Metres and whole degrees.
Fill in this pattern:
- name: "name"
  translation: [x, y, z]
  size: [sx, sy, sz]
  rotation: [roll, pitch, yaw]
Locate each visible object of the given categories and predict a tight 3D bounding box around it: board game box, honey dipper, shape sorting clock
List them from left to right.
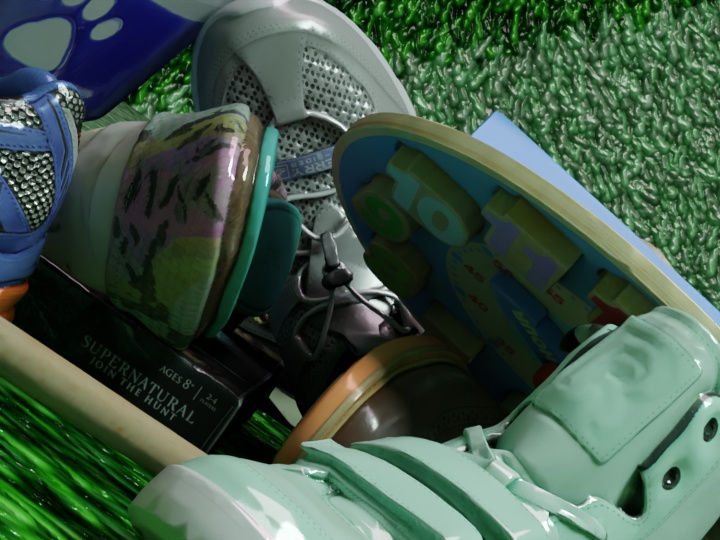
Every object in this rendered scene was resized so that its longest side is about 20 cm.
- name: "honey dipper"
  translation: [-0.083, 0.018, 0.614]
  size: [0.200, 0.038, 0.038]
  rotation: [36, 1, -39]
- name: "board game box"
  translation: [-0.090, 0.007, 0.839]
  size: [0.135, 0.028, 0.200]
  rotation: [35, 2, 1]
- name: "shape sorting clock"
  translation: [0.066, 0.030, 0.772]
  size: [0.200, 0.039, 0.200]
  rotation: [38, -20, 16]

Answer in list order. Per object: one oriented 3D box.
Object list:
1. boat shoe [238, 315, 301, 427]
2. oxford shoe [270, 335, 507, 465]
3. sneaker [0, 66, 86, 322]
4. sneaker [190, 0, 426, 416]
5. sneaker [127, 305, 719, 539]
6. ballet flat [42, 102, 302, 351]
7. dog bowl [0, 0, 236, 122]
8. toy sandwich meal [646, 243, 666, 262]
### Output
- name: "boat shoe"
  translation: [-0.047, 0.012, 1.019]
  size: [0.201, 0.063, 0.074]
  rotation: [33, 6, -27]
- name: "oxford shoe"
  translation: [0.033, 0.074, 0.782]
  size: [0.073, 0.071, 0.200]
  rotation: [41, 3, 25]
- name: "sneaker"
  translation: [-0.157, -0.065, 0.674]
  size: [0.200, 0.079, 0.075]
  rotation: [35, 1, -24]
- name: "sneaker"
  translation: [0.000, 0.000, 0.879]
  size: [0.082, 0.074, 0.201]
  rotation: [-109, 178, -71]
- name: "sneaker"
  translation: [0.027, 0.046, 0.621]
  size: [0.074, 0.118, 0.200]
  rotation: [38, 4, 29]
- name: "ballet flat"
  translation: [-0.058, -0.015, 0.755]
  size: [0.071, 0.069, 0.200]
  rotation: [17, -2, 2]
- name: "dog bowl"
  translation: [-0.128, -0.149, 0.883]
  size: [0.200, 0.079, 0.200]
  rotation: [46, 13, -14]
- name: "toy sandwich meal"
  translation: [0.116, 0.071, 0.923]
  size: [0.205, 0.070, 0.206]
  rotation: [41, -33, 35]
